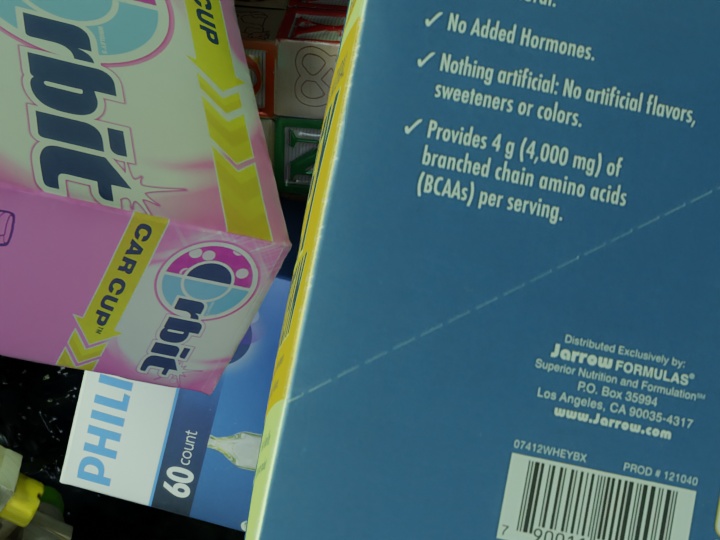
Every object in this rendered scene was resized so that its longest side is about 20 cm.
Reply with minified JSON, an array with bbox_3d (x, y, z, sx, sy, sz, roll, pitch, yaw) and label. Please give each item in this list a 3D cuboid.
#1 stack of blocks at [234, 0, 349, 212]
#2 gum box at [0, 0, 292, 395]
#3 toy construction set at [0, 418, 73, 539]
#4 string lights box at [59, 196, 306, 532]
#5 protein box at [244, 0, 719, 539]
[{"bbox_3d":[0.000,0.000,0.856,0.114,0.059,0.202,4,119,6],"label":"stack of blocks"},{"bbox_3d":[-0.100,-0.064,0.739,0.113,0.201,0.066,12,130,-25],"label":"gum box"},{"bbox_3d":[-0.191,0.102,0.875,0.199,0.093,0.131,18,126,-29],"label":"toy construction set"},{"bbox_3d":[0.007,0.043,0.809,0.198,0.059,0.103,15,118,-2],"label":"string lights box"},{"bbox_3d":[0.077,0.017,0.696,0.197,0.135,0.202,11,79,-2],"label":"protein box"}]
